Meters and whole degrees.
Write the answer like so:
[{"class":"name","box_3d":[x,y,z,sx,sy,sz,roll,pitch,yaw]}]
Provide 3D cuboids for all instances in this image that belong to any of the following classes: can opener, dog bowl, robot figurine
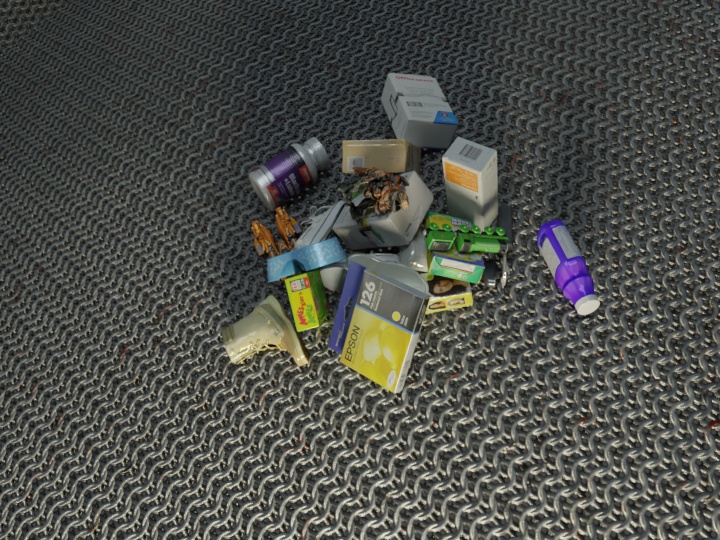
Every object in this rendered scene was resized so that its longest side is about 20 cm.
[{"class":"can opener","box_3d":[0.299,-0.053,1.340,0.065,0.054,0.205,2,55,9]},{"class":"dog bowl","box_3d":[-0.121,-0.023,1.318,0.195,0.111,0.051,-17,92,31]},{"class":"robot figurine","box_3d":[-0.186,-0.054,1.467,0.142,0.059,0.202,-30,53,-5]}]

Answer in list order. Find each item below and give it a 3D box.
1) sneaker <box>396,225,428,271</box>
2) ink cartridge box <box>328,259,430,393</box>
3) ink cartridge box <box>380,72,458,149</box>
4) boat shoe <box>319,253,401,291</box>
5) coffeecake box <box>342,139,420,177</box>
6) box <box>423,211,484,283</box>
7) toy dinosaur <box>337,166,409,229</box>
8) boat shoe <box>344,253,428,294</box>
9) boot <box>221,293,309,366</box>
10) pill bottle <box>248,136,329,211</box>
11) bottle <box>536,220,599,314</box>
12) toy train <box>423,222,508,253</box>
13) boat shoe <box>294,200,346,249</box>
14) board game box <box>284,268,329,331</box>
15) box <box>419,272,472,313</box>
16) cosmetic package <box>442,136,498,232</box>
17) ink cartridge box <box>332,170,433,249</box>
[{"class":"sneaker","box_3d":[0.131,-0.060,1.390,0.086,0.076,0.203,20,35,-16]},{"class":"ink cartridge box","box_3d":[0.025,0.109,1.237,0.196,0.047,0.204,23,105,26]},{"class":"ink cartridge box","box_3d":[0.149,-0.412,1.582,0.141,0.086,0.204,0,49,-19]},{"class":"boat shoe","box_3d":[0.000,0.000,1.383,0.193,0.075,0.066,-1,37,11]},{"class":"coffeecake box","box_3d":[0.055,-0.265,1.465,0.148,0.199,0.076,2,96,16]},{"class":"box","box_3d":[0.197,-0.060,1.322,0.113,0.049,0.202,11,34,-7]},{"class":"toy dinosaur","box_3d":[0.030,-0.167,1.303,0.134,0.104,0.200,-32,20,-7]},{"class":"boat shoe","box_3d":[0.054,0.027,1.282,0.195,0.063,0.076,16,56,23]},{"class":"boot","box_3d":[-0.207,0.159,1.315,0.153,0.074,0.201,-32,52,-9]},{"class":"pill bottle","box_3d":[-0.178,-0.252,1.571,0.198,0.113,0.112,-36,54,-11]},{"class":"bottle","box_3d":[0.425,-0.006,1.256,0.063,0.084,0.204,-16,52,2]},{"class":"toy train","box_3d":[0.221,-0.063,1.265,0.193,0.042,0.058,3,48,-19]},{"class":"boat shoe","box_3d":[-0.101,-0.105,1.451,0.084,0.076,0.204,18,48,14]},{"class":"board game box","box_3d":[-0.107,0.056,1.270,0.046,0.200,0.105,-13,92,4]},{"class":"box","box_3d":[0.138,0.049,1.315,0.193,0.051,0.077,-13,52,7]},{"class":"cosmetic package","box_3d":[0.244,-0.184,1.355,0.100,0.202,0.072,27,64,29]},{"class":"ink cartridge box","box_3d":[0.050,-0.133,1.393,0.197,0.084,0.147,-3,50,49]}]
